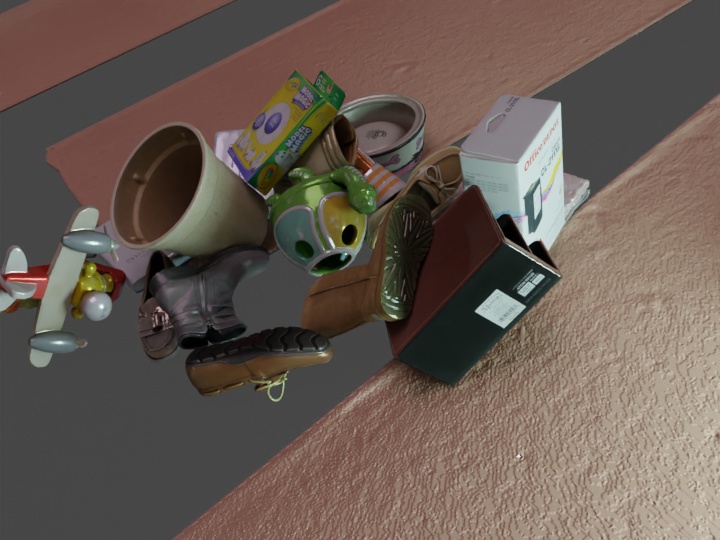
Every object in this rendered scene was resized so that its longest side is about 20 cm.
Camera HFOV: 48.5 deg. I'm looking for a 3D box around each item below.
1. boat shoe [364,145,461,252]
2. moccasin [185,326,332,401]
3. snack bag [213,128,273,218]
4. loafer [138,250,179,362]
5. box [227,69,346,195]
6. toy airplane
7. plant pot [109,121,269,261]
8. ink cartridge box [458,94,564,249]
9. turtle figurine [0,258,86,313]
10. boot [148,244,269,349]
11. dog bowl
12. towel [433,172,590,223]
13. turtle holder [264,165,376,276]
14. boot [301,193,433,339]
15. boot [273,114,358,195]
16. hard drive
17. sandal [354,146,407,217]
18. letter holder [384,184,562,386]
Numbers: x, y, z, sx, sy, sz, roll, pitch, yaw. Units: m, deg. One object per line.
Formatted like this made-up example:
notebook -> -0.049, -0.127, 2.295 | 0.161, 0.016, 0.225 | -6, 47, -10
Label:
boat shoe -> 0.086, -0.102, 1.190 | 0.200, 0.073, 0.063 | -40, 19, 4
moccasin -> -0.131, 0.128, 1.055 | 0.200, 0.078, 0.074 | -16, 25, 8
snack bag -> -0.180, -0.176, 1.389 | 0.199, 0.021, 0.190 | -2, 69, 18
loafer -> -0.306, 0.050, 1.204 | 0.071, 0.063, 0.201 | -16, 40, 3
box -> -0.114, -0.224, 1.236 | 0.200, 0.048, 0.117 | -46, 41, 8
toy airplane -> -0.429, 0.027, 1.170 | 0.141, 0.201, 0.199 | 30, 59, 20
plant pot -> -0.246, -0.095, 1.228 | 0.199, 0.183, 0.202 | -15, 62, 31
ink cartridge box -> 0.203, -0.105, 1.048 | 0.082, 0.201, 0.146 | 15, 49, 30
turtle figurine -> -0.516, 0.024, 1.276 | 0.161, 0.065, 0.200 | -38, -1, -37
boot -> -0.199, 0.044, 1.178 | 0.199, 0.070, 0.132 | -22, 58, -29
dog bowl -> 0.022, -0.226, 1.395 | 0.199, 0.074, 0.201 | -10, 40, 8
towel -> 0.219, -0.093, 1.208 | 0.190, 0.032, 0.200 | 21, 54, 35
turtle holder -> -0.044, -0.074, 1.184 | 0.185, 0.141, 0.132 | -24, 66, 16
boot -> 0.000, 0.000, 1.048 | 0.200, 0.066, 0.176 | -18, 49, 56
boot -> -0.079, -0.210, 1.280 | 0.155, 0.073, 0.201 | -34, 50, 33
hard drive -> -0.374, -0.046, 1.365 | 0.132, 0.025, 0.200 | -36, 44, -21
sandal -> 0.003, -0.140, 1.260 | 0.207, 0.059, 0.079 | 43, 104, 22
letter holder -> 0.126, 0.015, 0.989 | 0.200, 0.100, 0.143 | -49, 31, 24
